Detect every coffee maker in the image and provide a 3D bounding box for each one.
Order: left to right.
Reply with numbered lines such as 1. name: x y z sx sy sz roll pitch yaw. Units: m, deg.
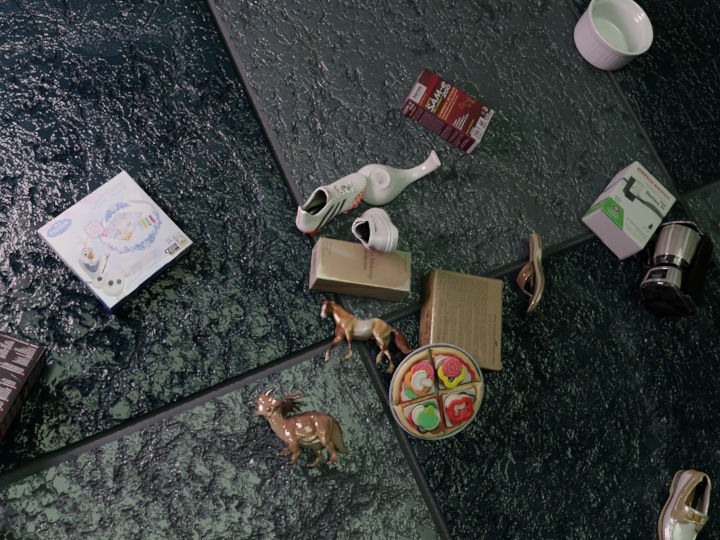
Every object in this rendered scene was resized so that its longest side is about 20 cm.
1. coffee maker: 0.774 0.010 1.561 0.192 0.135 0.201 30 66 -6

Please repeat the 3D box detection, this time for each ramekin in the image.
1. ramekin: 0.687 -0.650 1.782 0.199 0.098 0.202 6 71 -16

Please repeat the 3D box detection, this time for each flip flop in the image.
1. flip flop: 0.383 0.006 1.475 0.057 0.081 0.201 6 68 3

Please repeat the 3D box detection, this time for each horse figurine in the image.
1. horse figurine: 0.009 0.134 1.314 0.199 0.050 0.133 9 49 -5

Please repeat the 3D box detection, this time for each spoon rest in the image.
1. spoon rest: 0.082 -0.211 1.469 0.199 0.061 0.100 -21 77 -9

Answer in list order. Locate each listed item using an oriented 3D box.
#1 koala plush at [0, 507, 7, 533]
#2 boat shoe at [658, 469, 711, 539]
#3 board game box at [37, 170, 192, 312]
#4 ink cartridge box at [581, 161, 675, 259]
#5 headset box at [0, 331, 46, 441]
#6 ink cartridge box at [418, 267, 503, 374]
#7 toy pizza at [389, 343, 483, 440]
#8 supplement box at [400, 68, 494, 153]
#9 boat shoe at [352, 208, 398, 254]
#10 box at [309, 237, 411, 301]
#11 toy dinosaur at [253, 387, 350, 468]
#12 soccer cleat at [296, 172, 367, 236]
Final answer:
1. koala plush: -0.662 0.351 0.979 0.183 0.177 0.201 -26 80 -35
2. boat shoe: 0.700 0.524 1.395 0.074 0.068 0.201 26 66 -7
3. board game box: -0.463 -0.058 1.242 0.199 0.043 0.200 47 65 1
4. ink cartridge box: 0.667 -0.151 1.610 0.147 0.083 0.200 43 64 0
5. headset box: -0.632 0.197 1.056 0.148 0.077 0.201 21 51 -10
6. ink cartridge box: 0.213 0.110 1.381 0.164 0.075 0.201 12 69 -14
7. toy pizza: 0.156 0.245 1.295 0.199 0.032 0.201 -2 99 -12
8. supplement box: 0.209 -0.382 1.558 0.199 0.061 0.109 30 66 -5
9. boat shoe: 0.019 -0.083 1.333 0.068 0.200 0.072 10 113 -17
10. box: 0.000 0.000 1.350 0.199 0.078 0.095 7 69 -15
11. toy dinosaur: -0.098 0.293 1.219 0.199 0.086 0.136 14 61 -19
12. soccer cleat: -0.058 -0.154 1.375 0.069 0.085 0.200 40 65 23
